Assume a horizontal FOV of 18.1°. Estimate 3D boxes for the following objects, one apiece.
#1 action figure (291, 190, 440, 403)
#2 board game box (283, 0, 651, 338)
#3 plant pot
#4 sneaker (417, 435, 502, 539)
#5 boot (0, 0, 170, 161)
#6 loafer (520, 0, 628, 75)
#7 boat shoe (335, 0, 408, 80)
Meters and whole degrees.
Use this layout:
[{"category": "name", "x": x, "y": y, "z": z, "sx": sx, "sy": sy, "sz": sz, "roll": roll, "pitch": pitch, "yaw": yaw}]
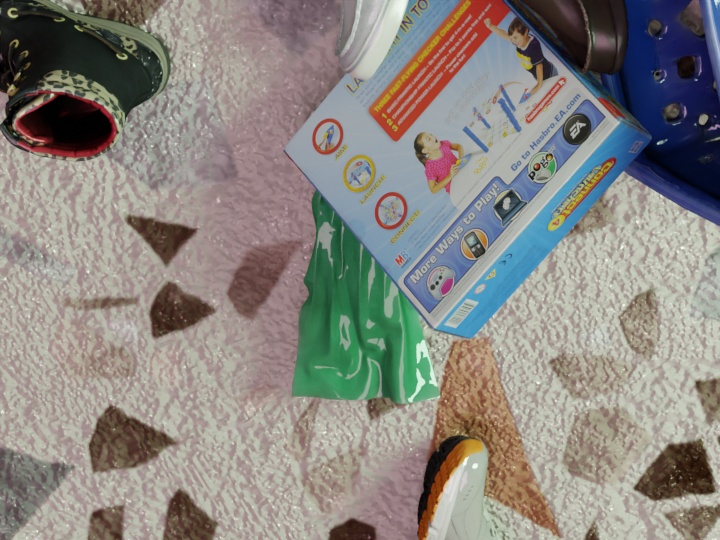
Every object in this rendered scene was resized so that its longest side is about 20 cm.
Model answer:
[{"category": "action figure", "x": 0.000, "y": 0.000, "z": 1.736, "sx": 0.118, "sy": 0.055, "sz": 0.200, "roll": -1, "pitch": 107, "yaw": 9}, {"category": "board game box", "x": 0.072, "y": -0.090, "z": 1.611, "sx": 0.200, "sy": 0.056, "sz": 0.196, "roll": -48, "pitch": 60, "yaw": 16}, {"category": "plant pot", "x": 0.279, "y": -0.159, "z": 1.544, "sx": 0.180, "sy": 0.200, "sz": 0.200, "roll": -20, "pitch": 112, "yaw": -13}, {"category": "sneaker", "x": 0.089, "y": 0.219, "z": 1.820, "sx": 0.092, "sy": 0.076, "sz": 0.200, "roll": 8, "pitch": 123, "yaw": -5}, {"category": "boot", "x": -0.249, "y": -0.145, "z": 1.646, "sx": 0.203, "sy": 0.154, "sz": 0.074, "roll": 12, "pitch": 115, "yaw": 1}, {"category": "loafer", "x": 0.116, "y": -0.210, "z": 1.560, "sx": 0.071, "sy": 0.200, "sz": 0.073, "roll": -23, "pitch": 155, "yaw": -16}, {"category": "boat shoe", "x": 0.002, "y": -0.238, "z": 1.596, "sx": 0.071, "sy": 0.070, "sz": 0.201, "roll": 12, "pitch": 95, "yaw": -17}]
